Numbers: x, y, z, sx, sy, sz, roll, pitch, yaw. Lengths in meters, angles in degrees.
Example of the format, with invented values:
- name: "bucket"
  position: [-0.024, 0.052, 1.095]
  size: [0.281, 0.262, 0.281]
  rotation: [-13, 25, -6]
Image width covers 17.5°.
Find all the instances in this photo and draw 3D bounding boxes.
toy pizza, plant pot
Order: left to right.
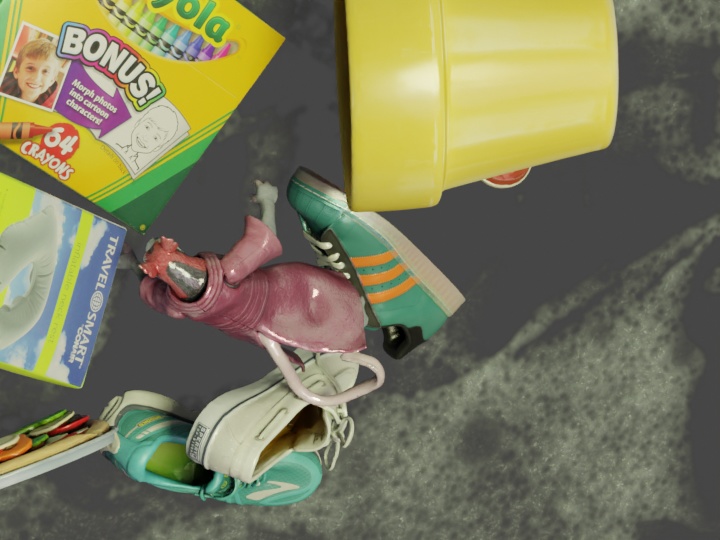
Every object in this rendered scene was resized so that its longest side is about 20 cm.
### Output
- name: "toy pizza"
  position: [-0.267, 0.136, 1.636]
  size: [0.199, 0.200, 0.032]
  rotation: [-20, 92, -20]
- name: "plant pot"
  position: [0.079, -0.144, 1.632]
  size: [0.187, 0.201, 0.202]
  rotation: [-2, 118, -3]

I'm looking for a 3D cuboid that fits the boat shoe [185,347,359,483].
- name: "boat shoe"
  position: [-0.041, 0.113, 1.757]
  size: [0.202, 0.086, 0.075]
  rotation: [-23, 138, -57]

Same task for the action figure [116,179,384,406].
- name: "action figure"
  position: [-0.094, 0.025, 1.682]
  size: [0.133, 0.150, 0.199]
  rotation: [-30, 154, 26]

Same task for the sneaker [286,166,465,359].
- name: "sneaker"
  position: [0.000, 0.000, 1.778]
  size: [0.080, 0.071, 0.200]
  rotation: [-51, 130, -4]

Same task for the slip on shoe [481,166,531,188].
- name: "slip on shoe"
  position: [0.101, -0.146, 1.767]
  size: [0.074, 0.061, 0.201]
  rotation: [-23, 125, -20]

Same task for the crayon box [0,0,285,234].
- name: "crayon box"
  position: [-0.178, -0.148, 1.605]
  size: [0.200, 0.058, 0.173]
  rotation: [34, 95, -38]

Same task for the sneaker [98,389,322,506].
- name: "sneaker"
  position: [-0.111, 0.152, 1.789]
  size: [0.199, 0.080, 0.078]
  rotation: [13, 108, -35]

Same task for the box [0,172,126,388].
- name: "box"
  position: [-0.232, 0.007, 1.595]
  size: [0.200, 0.047, 0.123]
  rotation: [25, 79, -60]
